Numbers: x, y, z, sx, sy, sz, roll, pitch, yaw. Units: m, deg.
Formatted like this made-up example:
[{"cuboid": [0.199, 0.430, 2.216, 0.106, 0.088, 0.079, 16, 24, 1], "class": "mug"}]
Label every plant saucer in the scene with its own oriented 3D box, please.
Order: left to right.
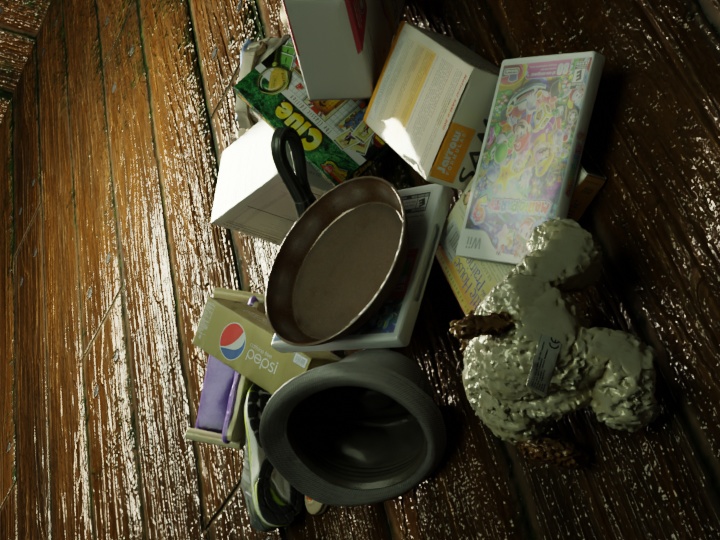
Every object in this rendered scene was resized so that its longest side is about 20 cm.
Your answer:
[{"cuboid": [-0.020, -0.005, 1.318, 0.200, 0.034, 0.201, -28, 44, 31], "class": "plant saucer"}]

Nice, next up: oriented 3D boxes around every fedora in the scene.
[{"cuboid": [0.001, 0.149, 1.290, 0.200, 0.177, 0.090, -35, 18, 35], "class": "fedora"}]

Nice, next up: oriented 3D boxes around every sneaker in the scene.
[{"cuboid": [-0.121, 0.230, 1.545, 0.081, 0.074, 0.201, -48, 37, 48], "class": "sneaker"}]

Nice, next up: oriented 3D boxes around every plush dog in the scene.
[{"cuboid": [0.139, 0.080, 1.055, 0.172, 0.160, 0.201, 103, 149, -53], "class": "plush dog"}]

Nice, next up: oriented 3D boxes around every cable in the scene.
[{"cuboid": [-0.069, -0.072, 1.454, 0.050, 0.200, 0.097, 3, 49, 41], "class": "cable"}]

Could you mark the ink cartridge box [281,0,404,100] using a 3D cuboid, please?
[{"cuboid": [-0.016, -0.316, 1.455, 0.148, 0.085, 0.201, 72, -154, -44], "class": "ink cartridge box"}]

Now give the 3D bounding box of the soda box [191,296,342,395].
[{"cuboid": [-0.110, 0.098, 1.487, 0.200, 0.068, 0.064, 27, 100, 41], "class": "soda box"}]

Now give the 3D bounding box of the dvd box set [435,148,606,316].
[{"cuboid": [0.148, -0.055, 1.221, 0.200, 0.029, 0.147, -59, 33, 27], "class": "dvd box set"}]

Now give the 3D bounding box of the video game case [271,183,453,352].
[{"cuboid": [0.000, 0.000, 1.339, 0.199, 0.023, 0.183, -6, 58, 46], "class": "video game case"}]

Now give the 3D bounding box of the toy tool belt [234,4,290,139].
[{"cuboid": [-0.124, -0.276, 1.730, 0.123, 0.124, 0.201, -10, 68, 51], "class": "toy tool belt"}]

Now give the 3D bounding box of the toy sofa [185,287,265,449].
[{"cuboid": [-0.167, 0.127, 1.618, 0.082, 0.098, 0.201, 8, 84, 20], "class": "toy sofa"}]

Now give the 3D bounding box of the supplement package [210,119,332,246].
[{"cuboid": [-0.099, -0.123, 1.617, 0.200, 0.113, 0.110, -27, 51, 54], "class": "supplement package"}]

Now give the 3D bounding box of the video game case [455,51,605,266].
[{"cuboid": [0.157, -0.104, 1.179, 0.143, 0.018, 0.201, 11, 86, 60], "class": "video game case"}]

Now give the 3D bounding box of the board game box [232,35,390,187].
[{"cuboid": [-0.053, -0.191, 1.504, 0.105, 0.023, 0.200, -44, 67, -7], "class": "board game box"}]

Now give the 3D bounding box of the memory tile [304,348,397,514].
[{"cuboid": [-0.017, 0.183, 1.431, 0.200, 0.017, 0.154, -42, 43, 47], "class": "memory tile"}]

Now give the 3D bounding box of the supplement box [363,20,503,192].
[{"cuboid": [0.087, -0.178, 1.346, 0.127, 0.073, 0.200, -67, 28, 17], "class": "supplement box"}]
